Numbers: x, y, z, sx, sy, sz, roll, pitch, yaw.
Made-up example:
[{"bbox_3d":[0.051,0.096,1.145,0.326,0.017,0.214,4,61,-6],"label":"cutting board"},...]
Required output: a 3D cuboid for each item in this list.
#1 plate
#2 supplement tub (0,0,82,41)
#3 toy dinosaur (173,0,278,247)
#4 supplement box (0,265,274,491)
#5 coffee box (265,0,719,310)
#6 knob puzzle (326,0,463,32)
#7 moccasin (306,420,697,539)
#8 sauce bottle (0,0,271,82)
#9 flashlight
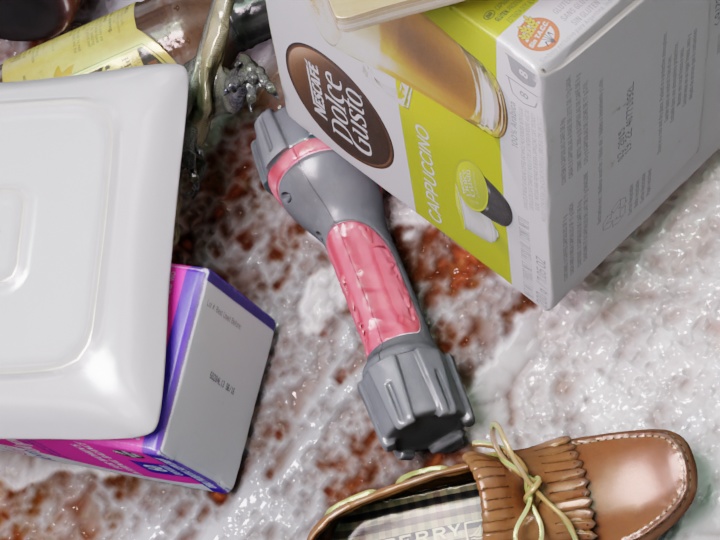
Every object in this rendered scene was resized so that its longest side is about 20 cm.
[{"bbox_3d":[-0.191,-0.012,1.031,0.198,0.032,0.201,-3,72,19],"label":"plate"},{"bbox_3d":[-0.188,-0.243,1.178,0.106,0.107,0.201,5,61,21],"label":"supplement tub"},{"bbox_3d":[-0.083,-0.093,1.084,0.201,0.047,0.088,-64,22,20],"label":"toy dinosaur"},{"bbox_3d":[-0.164,0.047,1.084,0.198,0.101,0.104,9,76,22],"label":"supplement box"},{"bbox_3d":[0.083,-0.146,0.981,0.197,0.200,0.200,38,68,26],"label":"coffee box"},{"bbox_3d":[0.061,-0.193,0.875,0.217,0.031,0.221,-3,56,5],"label":"knob puzzle"},{"bbox_3d":[0.070,0.119,0.999,0.200,0.078,0.074,-10,71,16],"label":"moccasin"},{"bbox_3d":[-0.124,-0.124,1.151,0.199,0.065,0.065,-23,67,13],"label":"sauce bottle"},{"bbox_3d":[0.000,0.000,1.064,0.067,0.068,0.201,-10,61,-20],"label":"flashlight"}]
